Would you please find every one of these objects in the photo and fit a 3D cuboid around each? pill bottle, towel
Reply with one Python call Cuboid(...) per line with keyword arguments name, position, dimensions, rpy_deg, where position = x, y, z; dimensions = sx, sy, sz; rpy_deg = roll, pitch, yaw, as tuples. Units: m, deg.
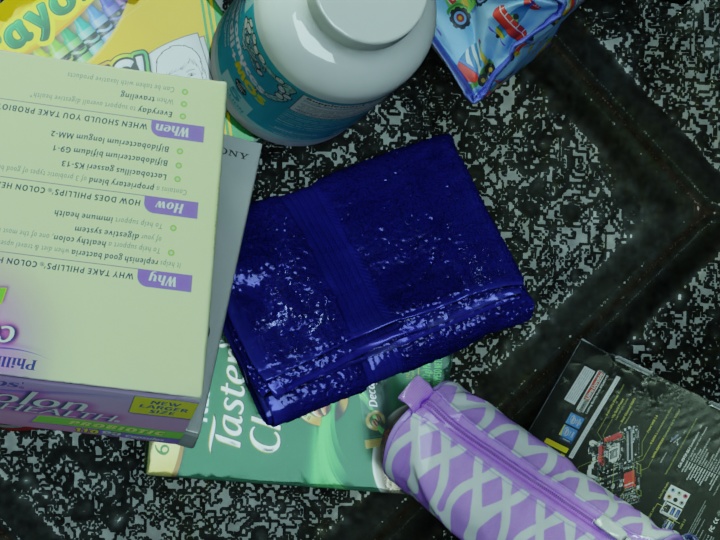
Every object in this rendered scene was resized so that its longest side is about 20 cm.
Cuboid(name="pill bottle", position=(-0.020, -0.147, 1.364), dimensions=(0.110, 0.200, 0.112), rpy_deg=(3, 80, -15))
Cuboid(name="towel", position=(0.000, 0.000, 1.458), dimensions=(0.199, 0.050, 0.148), rpy_deg=(-21, 71, -16))

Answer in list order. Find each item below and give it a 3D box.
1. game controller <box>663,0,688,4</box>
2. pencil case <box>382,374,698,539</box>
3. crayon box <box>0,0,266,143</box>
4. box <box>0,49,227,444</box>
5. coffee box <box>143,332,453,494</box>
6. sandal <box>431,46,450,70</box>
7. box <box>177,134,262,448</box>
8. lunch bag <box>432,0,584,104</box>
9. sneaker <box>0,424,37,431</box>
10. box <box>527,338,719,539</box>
Cuboid(name="game controller", position=(0.134, -0.241, 1.458), dimensions=(0.200, 0.104, 0.042), rpy_deg=(45, 100, 17))
Cuboid(name="pencil case", position=(0.106, 0.148, 1.403), dimensions=(0.199, 0.086, 0.084), rpy_deg=(32, 71, 23))
Cuboid(name="crayon box", position=(-0.171, -0.110, 1.470), dimensions=(0.200, 0.058, 0.173), rpy_deg=(-37, 93, -5))
Cuboid(name="box", position=(-0.177, -0.014, 1.319), dimensions=(0.175, 0.097, 0.201), rpy_deg=(7, 68, -11))
Cuboid(name="coffee box", position=(-0.041, 0.083, 1.488), dimensions=(0.198, 0.044, 0.124), rpy_deg=(6, 89, -6))
Cuboid(name="sandal", position=(0.002, -0.188, 1.483), dimensions=(0.069, 0.078, 0.212), rpy_deg=(-36, 103, 14))
Cuboid(name="box", position=(-0.149, -0.003, 1.391), dimensions=(0.143, 0.036, 0.201), rpy_deg=(14, 67, -8))
Cuboid(name="lunch bag", position=(0.054, -0.223, 1.447), dimensions=(0.200, 0.151, 0.094), rpy_deg=(45, 118, 2))
Cuboid(name="sneaker", position=(-0.274, 0.043, 1.462), dimensions=(0.199, 0.112, 0.071), rpy_deg=(31, 89, 26))
Cuboid(name="box", position=(0.166, 0.166, 1.457), dimensions=(0.159, 0.049, 0.201), rpy_deg=(24, 77, 28))
